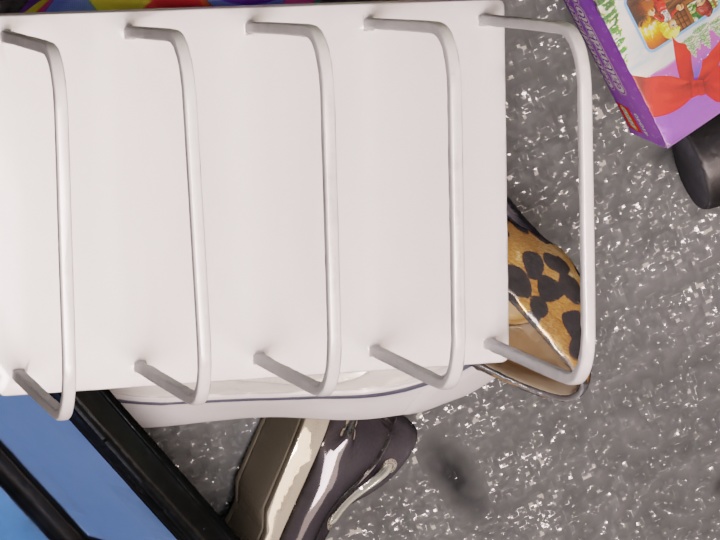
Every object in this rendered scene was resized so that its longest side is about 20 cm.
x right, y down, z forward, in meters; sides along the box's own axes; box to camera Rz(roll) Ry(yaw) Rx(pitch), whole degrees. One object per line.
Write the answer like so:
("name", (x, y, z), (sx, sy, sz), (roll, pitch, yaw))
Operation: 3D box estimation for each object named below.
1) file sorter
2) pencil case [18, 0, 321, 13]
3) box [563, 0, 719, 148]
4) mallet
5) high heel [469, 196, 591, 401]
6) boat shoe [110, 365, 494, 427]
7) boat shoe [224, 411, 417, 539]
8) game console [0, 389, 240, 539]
("file sorter", (-0.027, -0.023, 1.067), (0.199, 0.124, 0.140), (-3, 97, -15))
("pencil case", (-0.063, -0.106, 1.157), (0.200, 0.088, 0.088), (-39, 119, 6))
("box", (0.166, -0.161, 1.201), (0.199, 0.039, 0.137), (-34, 113, -10))
("mallet", (0.139, -0.118, 1.242), (0.066, 0.041, 0.201), (-27, 115, -7))
("high heel", (0.000, 0.000, 1.157), (0.199, 0.143, 0.072), (-8, 145, -41))
("boat shoe", (-0.023, 0.016, 1.228), (0.199, 0.072, 0.066), (-3, 144, -8))
("boat shoe", (-0.036, 0.141, 1.289), (0.062, 0.073, 0.201), (19, 103, -21))
("game console", (-0.160, 0.103, 1.212), (0.117, 0.175, 0.200), (-52, 122, -22))
